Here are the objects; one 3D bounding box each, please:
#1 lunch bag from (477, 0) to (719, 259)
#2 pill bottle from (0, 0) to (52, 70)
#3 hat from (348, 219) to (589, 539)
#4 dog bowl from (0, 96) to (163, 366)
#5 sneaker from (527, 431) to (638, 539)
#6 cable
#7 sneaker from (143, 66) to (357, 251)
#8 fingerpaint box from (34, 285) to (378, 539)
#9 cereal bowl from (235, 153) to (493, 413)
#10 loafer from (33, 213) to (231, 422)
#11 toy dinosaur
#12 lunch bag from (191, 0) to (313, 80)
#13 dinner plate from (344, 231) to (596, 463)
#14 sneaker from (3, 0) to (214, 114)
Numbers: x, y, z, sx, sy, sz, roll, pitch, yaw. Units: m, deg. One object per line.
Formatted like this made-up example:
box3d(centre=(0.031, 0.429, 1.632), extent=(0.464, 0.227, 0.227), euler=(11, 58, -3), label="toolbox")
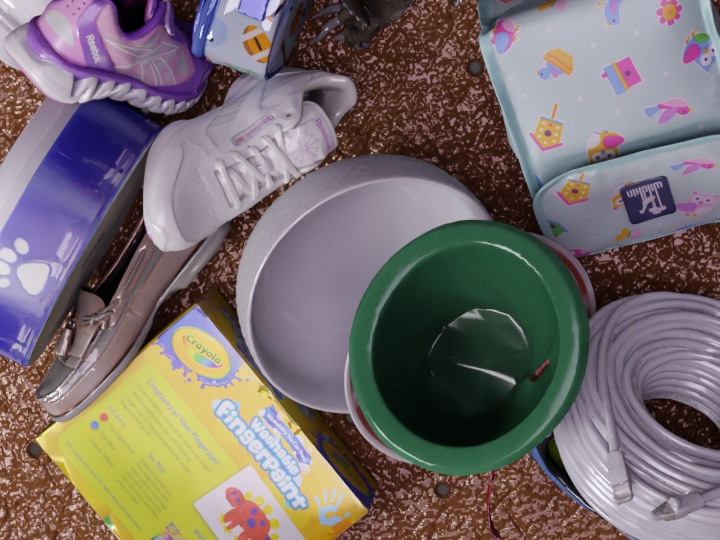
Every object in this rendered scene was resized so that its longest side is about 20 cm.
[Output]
box3d(centre=(0.186, -0.112, 1.645), extent=(0.169, 0.122, 0.201), euler=(-16, 108, 8), label="lunch bag")
box3d(centre=(-0.199, -0.241, 1.666), extent=(0.200, 0.112, 0.112), euler=(-43, 93, 11), label="pill bottle")
box3d(centre=(0.091, 0.067, 1.656), extent=(0.200, 0.176, 0.166), euler=(-46, 73, 11), label="hat")
box3d(centre=(-0.221, -0.035, 1.660), extent=(0.078, 0.200, 0.201), euler=(30, 102, -2), label="dog bowl")
box3d(centre=(0.195, 0.161, 1.699), extent=(0.199, 0.089, 0.079), euler=(32, 104, -12), label="sneaker")
box3d(centre=(0.233, 0.106, 1.641), extent=(0.198, 0.201, 0.069), euler=(-2, 138, -20), label="cable")
box3d(centre=(-0.078, -0.086, 1.635), extent=(0.099, 0.200, 0.075), euler=(2, 128, 39), label="sneaker")
box3d(centre=(-0.113, 0.143, 1.744), extent=(0.167, 0.073, 0.200), euler=(-40, 94, 12), label="fingerpaint box")
box3d(centre=(0.000, 0.000, 1.681), extent=(0.199, 0.083, 0.201), euler=(-11, 123, -17), label="cereal bowl")
box3d(centre=(-0.179, 0.016, 1.709), extent=(0.063, 0.072, 0.200), euler=(44, 80, -29), label="loafer")
box3d(centre=(0.035, -0.243, 1.659), extent=(0.101, 0.077, 0.201), euler=(14, 104, -3), label="toy dinosaur")
box3d(centre=(-0.056, -0.237, 1.627), extent=(0.075, 0.160, 0.201), euler=(20, 102, 2), label="lunch bag")
box3d(centre=(0.078, 0.054, 1.684), extent=(0.199, 0.024, 0.201), euler=(-12, 125, -17), label="dinner plate")
box3d(centre=(-0.156, -0.166, 1.631), extent=(0.081, 0.200, 0.089), euler=(46, 113, 20), label="sneaker")
